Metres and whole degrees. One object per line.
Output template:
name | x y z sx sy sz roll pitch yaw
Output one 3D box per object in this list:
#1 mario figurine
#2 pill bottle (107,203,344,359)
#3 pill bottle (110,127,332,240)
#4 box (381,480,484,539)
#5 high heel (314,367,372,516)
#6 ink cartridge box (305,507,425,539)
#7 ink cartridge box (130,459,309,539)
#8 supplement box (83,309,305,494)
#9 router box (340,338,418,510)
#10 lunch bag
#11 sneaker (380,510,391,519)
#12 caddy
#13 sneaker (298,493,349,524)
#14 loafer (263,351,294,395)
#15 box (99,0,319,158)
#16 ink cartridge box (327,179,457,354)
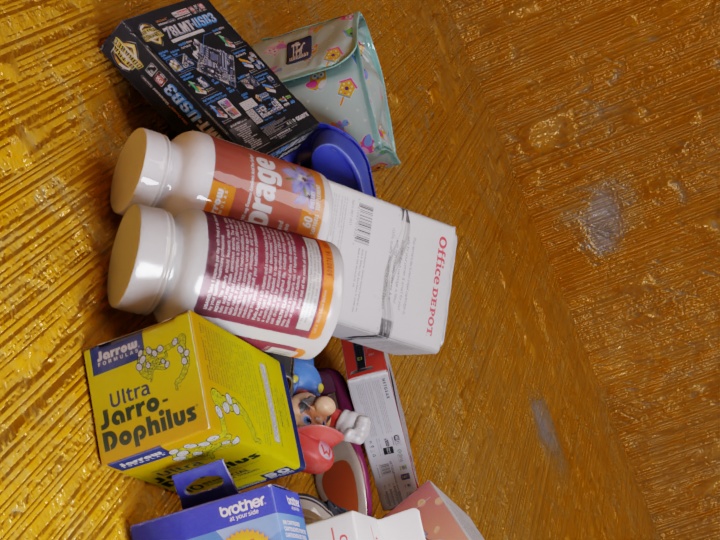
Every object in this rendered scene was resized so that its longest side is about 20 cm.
mario figurine | -0.054 0.124 1.756 0.107 0.122 0.201 91 -11 -49
pill bottle | -0.125 0.008 1.517 0.198 0.114 0.115 14 47 -23
pill bottle | -0.135 -0.068 1.600 0.198 0.112 0.113 17 46 -27
box | 0.083 0.357 1.758 0.106 0.152 0.200 46 5 -47
high heel | -0.014 0.200 1.877 0.096 0.067 0.202 14 54 -58
ink cartridge box | -0.035 0.288 1.475 0.067 0.198 0.118 34 39 -63
ink cartridge box | -0.108 0.264 1.378 0.076 0.135 0.202 42 32 -68
supplement box | -0.144 0.127 1.472 0.200 0.108 0.111 37 36 -62
router box | 0.019 0.151 1.967 0.180 0.048 0.202 -101 177 -57
lunch bag | -0.055 -0.211 2.047 0.122 0.169 0.202 25 51 -70
sneaker | 0.050 0.375 1.906 0.088 0.075 0.202 59 28 -51
caddy | -0.050 -0.071 1.922 0.105 0.140 0.202 -77 155 -77
sneaker | -0.044 0.274 1.689 0.201 0.078 0.080 69 16 -46
loafer | -0.088 0.105 1.606 0.072 0.072 0.202 17 76 -38
box | -0.155 -0.195 1.753 0.199 0.050 0.200 46 25 2
ink cartridge box | 0.000 0.000 1.801 0.199 0.083 0.147 19 74 -37
